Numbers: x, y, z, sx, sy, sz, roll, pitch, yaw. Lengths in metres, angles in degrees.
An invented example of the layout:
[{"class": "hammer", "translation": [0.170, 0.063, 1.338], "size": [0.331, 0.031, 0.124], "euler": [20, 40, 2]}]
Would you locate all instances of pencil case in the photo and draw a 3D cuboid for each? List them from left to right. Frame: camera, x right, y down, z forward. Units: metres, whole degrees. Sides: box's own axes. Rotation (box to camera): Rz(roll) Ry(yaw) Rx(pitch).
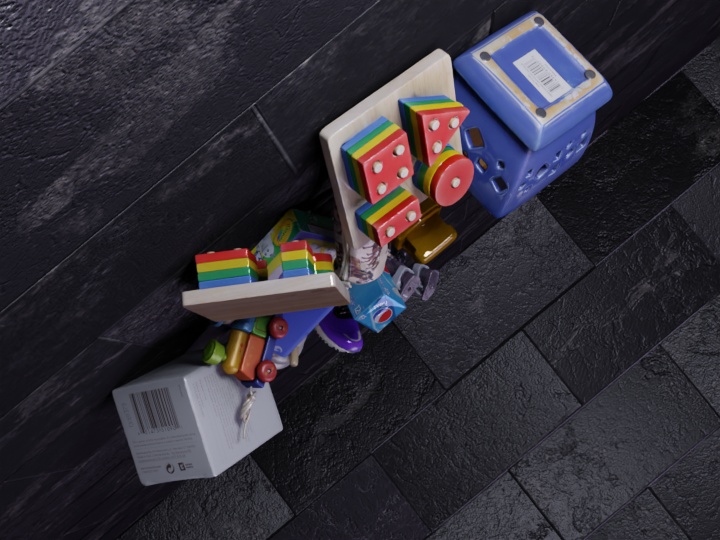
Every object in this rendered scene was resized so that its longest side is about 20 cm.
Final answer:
[{"class": "pencil case", "translation": [-0.004, -0.070, 1.483], "size": [0.089, 0.077, 0.202], "euler": [-37, 144, -33]}]

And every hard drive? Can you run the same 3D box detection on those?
[{"class": "hard drive", "translation": [-0.125, 0.053, 1.721], "size": [0.200, 0.131, 0.026], "euler": [-46, -160, 40]}]

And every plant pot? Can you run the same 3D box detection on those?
[{"class": "plant pot", "translation": [0.222, -0.231, 1.511], "size": [0.199, 0.200, 0.180], "euler": [-34, 165, -28]}]

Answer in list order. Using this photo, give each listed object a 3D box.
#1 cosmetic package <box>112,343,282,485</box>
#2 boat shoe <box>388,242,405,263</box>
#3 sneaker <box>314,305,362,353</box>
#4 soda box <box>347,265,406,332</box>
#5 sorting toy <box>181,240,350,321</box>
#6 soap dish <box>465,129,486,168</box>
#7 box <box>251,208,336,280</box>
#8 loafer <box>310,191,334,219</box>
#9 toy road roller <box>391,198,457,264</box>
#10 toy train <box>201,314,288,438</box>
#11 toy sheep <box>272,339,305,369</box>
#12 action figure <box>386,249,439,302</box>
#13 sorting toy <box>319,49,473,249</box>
[{"class": "cosmetic package", "translation": [-0.261, 0.228, 1.738], "size": [0.163, 0.167, 0.199], "euler": [-13, -173, 33]}, {"class": "boat shoe", "translation": [0.052, -0.025, 2.018], "size": [0.075, 0.062, 0.201], "euler": [-42, -158, 38]}, {"class": "sneaker", "translation": [-0.043, 0.044, 1.844], "size": [0.069, 0.201, 0.100], "euler": [0, 139, -44]}, {"class": "soda box", "translation": [0.000, 0.000, 1.732], "size": [0.068, 0.201, 0.064], "euler": [-41, 137, 17]}, {"class": "sorting toy", "translation": [-0.123, 0.013, 1.440], "size": [0.197, 0.071, 0.199], "euler": [-8, 171, 4]}, {"class": "soap dish", "translation": [0.192, -0.212, 1.870], "size": [0.157, 0.081, 0.200], "euler": [-39, 171, -1]}, {"class": "box", "translation": [-0.117, -0.003, 1.585], "size": [0.117, 0.049, 0.200], "euler": [11, 135, -47]}, {"class": "loafer", "translation": [-0.012, -0.091, 1.658], "size": [0.072, 0.063, 0.200], "euler": [-42, 172, 18]}, {"class": "toy road roller", "translation": [0.093, -0.081, 1.897], "size": [0.122, 0.147, 0.200], "euler": [-38, 172, -6]}, {"class": "toy train", "translation": [-0.196, 0.146, 1.655], "size": [0.084, 0.115, 0.202], "euler": [-7, -117, 52]}, {"class": "toy sheep", "translation": [-0.156, 0.114, 1.884], "size": [0.199, 0.139, 0.137], "euler": [-28, -179, 38]}, {"class": "action figure", "translation": [0.040, -0.011, 1.841], "size": [0.129, 0.199, 0.070], "euler": [12, 106, -43]}, {"class": "sorting toy", "translation": [0.062, -0.138, 1.353], "size": [0.198, 0.069, 0.201], "euler": [-37, 142, -19]}]
